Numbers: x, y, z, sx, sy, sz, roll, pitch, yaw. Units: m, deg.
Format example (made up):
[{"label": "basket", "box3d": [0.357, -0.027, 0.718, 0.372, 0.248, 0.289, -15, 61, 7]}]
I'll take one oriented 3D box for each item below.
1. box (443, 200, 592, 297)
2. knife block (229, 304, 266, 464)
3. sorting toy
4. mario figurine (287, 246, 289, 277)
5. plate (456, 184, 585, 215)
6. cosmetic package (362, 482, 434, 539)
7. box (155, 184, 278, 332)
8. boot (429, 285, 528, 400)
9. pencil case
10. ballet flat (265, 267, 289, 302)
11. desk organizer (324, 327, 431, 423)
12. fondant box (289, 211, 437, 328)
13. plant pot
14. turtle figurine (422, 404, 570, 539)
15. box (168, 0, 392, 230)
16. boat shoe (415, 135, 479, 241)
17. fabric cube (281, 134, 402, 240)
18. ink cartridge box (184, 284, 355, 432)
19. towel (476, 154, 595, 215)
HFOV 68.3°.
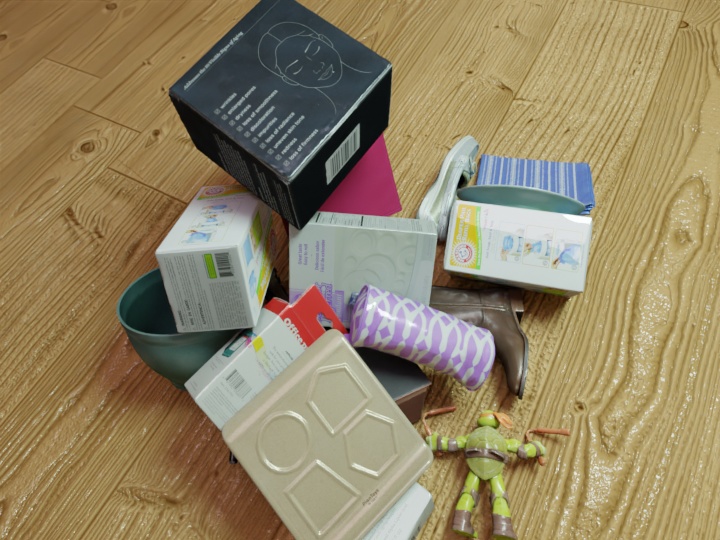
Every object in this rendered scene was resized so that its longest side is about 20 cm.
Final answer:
[{"label": "box", "box3d": [0.230, -0.031, 0.794, 0.192, 0.112, 0.106, 10, 86, 15]}, {"label": "knife block", "box3d": [-0.143, 0.175, 0.772, 0.173, 0.065, 0.200, -36, 59, -15]}, {"label": "sorting toy", "box3d": [-0.038, 0.205, 0.627, 0.184, 0.037, 0.201, -39, 81, -15]}, {"label": "mario figurine", "box3d": [-0.018, -0.013, 0.882, 0.192, 0.128, 0.106, -9, 13, 13]}, {"label": "plate", "box3d": [0.242, -0.095, 0.819, 0.193, 0.200, 0.027, 11, 88, 16]}, {"label": "cosmetic package", "box3d": [-0.014, 0.275, 0.673, 0.197, 0.082, 0.114, 31, 67, 25]}, {"label": "box", "box3d": [-0.178, -0.026, 0.704, 0.097, 0.116, 0.202, -4, 30, 3]}, {"label": "boot", "box3d": [0.140, 0.096, 0.773, 0.191, 0.066, 0.190, 2, 44, 7]}, {"label": "pencil case", "box3d": [0.074, 0.089, 0.679, 0.193, 0.088, 0.084, 20, 18, -7]}, {"label": "ballet flat", "box3d": [-0.113, 0.053, 0.849, 0.046, 0.068, 0.199, -38, 53, -15]}, {"label": "desk organizer", "box3d": [0.014, 0.127, 0.765, 0.070, 0.079, 0.201, -17, 45, -23]}, {"label": "fondant box", "box3d": [0.001, 0.003, 0.724, 0.191, 0.150, 0.059, 5, 23, 2]}, {"label": "plant pot", "box3d": [-0.239, 0.088, 0.784, 0.192, 0.139, 0.203, -3, 31, 2]}, {"label": "turtle figurine", "box3d": [0.168, 0.246, 0.670, 0.192, 0.065, 0.166, 3, 58, 12]}, {"label": "box", "box3d": [-0.091, -0.202, 0.663, 0.194, 0.125, 0.201, 37, 73, 13]}, {"label": "boat shoe", "box3d": [0.162, -0.144, 0.925, 0.063, 0.075, 0.205, 25, 68, 17]}, {"label": "fabric cube", "box3d": [-0.067, -0.185, 0.871, 0.190, 0.205, 0.201, -22, 27, -6]}, {"label": "ink cartridge box", "box3d": [-0.111, 0.123, 0.684, 0.200, 0.118, 0.067, -44, 24, -19]}, {"label": "towel", "box3d": [0.299, -0.155, 0.915, 0.192, 0.024, 0.147, 8, 44, 14]}]
